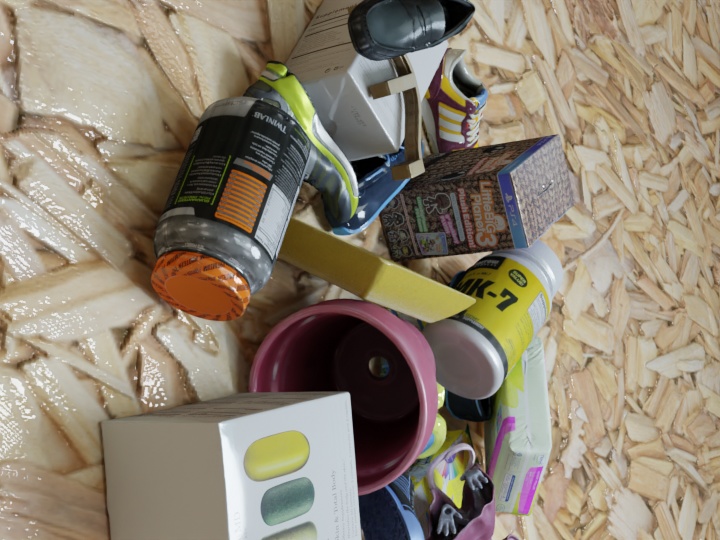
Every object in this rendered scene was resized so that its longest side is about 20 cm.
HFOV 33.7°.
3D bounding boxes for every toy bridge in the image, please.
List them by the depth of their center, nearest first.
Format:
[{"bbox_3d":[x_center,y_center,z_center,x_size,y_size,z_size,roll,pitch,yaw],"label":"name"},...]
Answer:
[{"bbox_3d":[0.037,-0.204,1.312,0.067,0.027,0.203,-28,105,-53],"label":"toy bridge"}]

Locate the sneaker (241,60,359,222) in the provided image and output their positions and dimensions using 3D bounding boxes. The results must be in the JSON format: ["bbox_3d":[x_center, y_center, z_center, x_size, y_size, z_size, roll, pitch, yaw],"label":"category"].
[{"bbox_3d":[-0.072,-0.130,1.316,0.081,0.074,0.201,-39,115,-12],"label":"sneaker"}]

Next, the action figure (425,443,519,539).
[{"bbox_3d":[0.129,0.343,1.474,0.149,0.133,0.201,59,-7,47],"label":"action figure"}]

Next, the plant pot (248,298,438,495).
[{"bbox_3d":[0.001,0.124,1.298,0.179,0.197,0.203,-20,102,-70],"label":"plant pot"}]

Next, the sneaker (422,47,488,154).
[{"bbox_3d":[0.138,-0.207,1.618,0.201,0.089,0.075,62,40,-29],"label":"sneaker"}]

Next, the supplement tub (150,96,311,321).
[{"bbox_3d":[-0.130,-0.060,1.175,0.123,0.121,0.202,47,50,-42],"label":"supplement tub"}]

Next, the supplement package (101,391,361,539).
[{"bbox_3d":[-0.118,0.203,1.128,0.199,0.149,0.154,-4,90,-56],"label":"supplement package"}]

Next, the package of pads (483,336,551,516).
[{"bbox_3d":[0.208,0.207,1.590,0.156,0.067,0.201,97,-2,-45],"label":"package of pads"}]

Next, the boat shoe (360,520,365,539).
[{"bbox_3d":[0.016,0.349,1.377,0.200,0.072,0.073,49,58,-34],"label":"boat shoe"}]

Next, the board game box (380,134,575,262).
[{"bbox_3d":[0.148,-0.092,1.520,0.159,0.198,0.098,-37,116,-52],"label":"board game box"}]

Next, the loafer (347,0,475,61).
[{"bbox_3d":[0.056,-0.268,1.268,0.200,0.070,0.069,-27,103,-54],"label":"loafer"}]

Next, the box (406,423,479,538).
[{"bbox_3d":[0.100,0.291,1.532,0.200,0.048,0.119,-36,115,-49],"label":"box"}]

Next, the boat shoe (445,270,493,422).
[{"bbox_3d":[0.156,0.100,1.563,0.084,0.068,0.203,-23,115,-42],"label":"boat shoe"}]

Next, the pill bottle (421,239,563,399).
[{"bbox_3d":[0.164,0.052,1.453,0.200,0.113,0.115,-48,124,-38],"label":"pill bottle"}]

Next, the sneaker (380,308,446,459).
[{"bbox_3d":[0.054,0.147,1.459,0.105,0.075,0.202,-33,113,-52],"label":"sneaker"}]

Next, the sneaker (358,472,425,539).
[{"bbox_3d":[0.034,0.256,1.312,0.077,0.200,0.071,12,110,-31],"label":"sneaker"}]

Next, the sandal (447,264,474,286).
[{"bbox_3d":[0.121,0.049,1.603,0.200,0.048,0.076,-37,122,-37],"label":"sandal"}]

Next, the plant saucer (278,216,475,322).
[{"bbox_3d":[0.000,0.000,1.320,0.199,0.199,0.049,22,93,-52],"label":"plant saucer"}]

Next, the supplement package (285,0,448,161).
[{"bbox_3d":[0.002,-0.239,1.396,0.122,0.119,0.201,55,44,-33],"label":"supplement package"}]

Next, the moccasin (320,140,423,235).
[{"bbox_3d":[0.019,-0.125,1.442,0.069,0.080,0.201,59,41,-26],"label":"moccasin"}]
